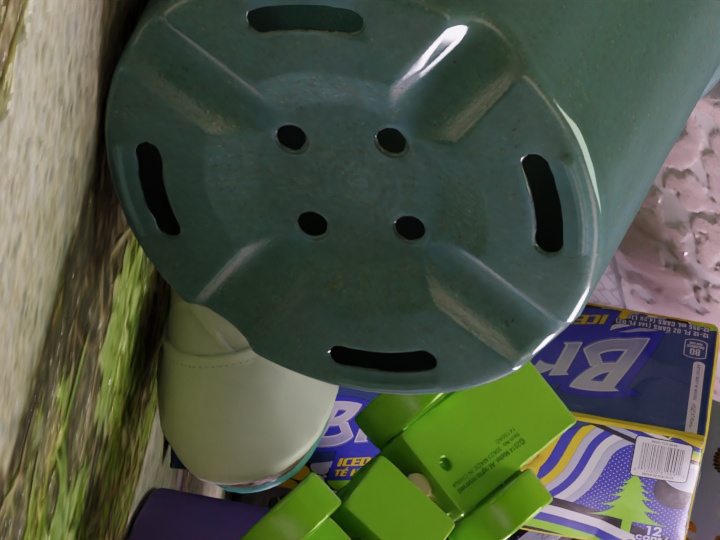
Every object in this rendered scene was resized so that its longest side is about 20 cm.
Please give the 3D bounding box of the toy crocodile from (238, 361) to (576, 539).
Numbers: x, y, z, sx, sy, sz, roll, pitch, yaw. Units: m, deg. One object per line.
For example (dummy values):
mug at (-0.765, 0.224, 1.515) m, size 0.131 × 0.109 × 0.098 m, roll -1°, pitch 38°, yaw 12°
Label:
toy crocodile at (0.007, 0.087, 0.888) m, size 0.200 × 0.068 × 0.062 m, roll -41°, pitch 179°, yaw -45°

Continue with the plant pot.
plant pot at (0.025, -0.080, 0.804) m, size 0.196 × 0.199 × 0.201 m, roll -62°, pitch 164°, yaw -47°

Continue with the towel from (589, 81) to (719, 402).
towel at (0.123, -0.016, 0.998) m, size 0.032 × 0.191 × 0.200 m, roll -47°, pitch 141°, yaw -24°

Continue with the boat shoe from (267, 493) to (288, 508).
boat shoe at (-0.054, 0.186, 1.129) m, size 0.075 × 0.062 × 0.201 m, roll -74°, pitch 175°, yaw -72°

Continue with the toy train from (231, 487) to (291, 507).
toy train at (-0.020, 0.104, 1.299) m, size 0.114 × 0.085 × 0.201 m, roll 75°, pitch 24°, yaw -58°

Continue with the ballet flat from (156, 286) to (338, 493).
ballet flat at (-0.040, -0.002, 0.938) m, size 0.200 × 0.069 × 0.070 m, roll -81°, pitch 179°, yaw -57°

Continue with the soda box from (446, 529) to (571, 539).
soda box at (0.028, 0.157, 1.117) m, size 0.071 × 0.063 × 0.200 m, roll -33°, pitch 153°, yaw -31°

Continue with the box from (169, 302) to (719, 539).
box at (0.032, 0.048, 1.004) m, size 0.070 × 0.199 × 0.064 m, roll -74°, pitch 172°, yaw -50°

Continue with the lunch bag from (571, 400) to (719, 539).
lunch bag at (0.155, 0.089, 1.151) m, size 0.200 × 0.160 × 0.076 m, roll -84°, pitch 165°, yaw -46°

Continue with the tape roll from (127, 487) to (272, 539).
tape roll at (-0.054, 0.186, 0.986) m, size 0.200 × 0.085 × 0.201 m, roll 10°, pitch 90°, yaw -85°
